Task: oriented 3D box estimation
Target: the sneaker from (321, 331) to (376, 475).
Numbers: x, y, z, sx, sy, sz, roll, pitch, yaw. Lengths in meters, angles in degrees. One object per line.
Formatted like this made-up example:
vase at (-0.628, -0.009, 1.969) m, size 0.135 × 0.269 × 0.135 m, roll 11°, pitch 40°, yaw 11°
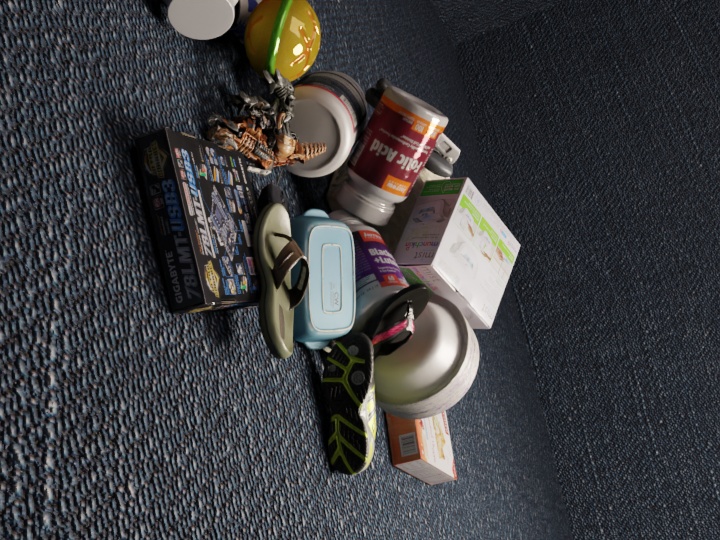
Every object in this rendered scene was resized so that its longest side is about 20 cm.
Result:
sneaker at (-0.013, 0.190, 1.194) m, size 0.076 × 0.075 × 0.201 m, roll 46°, pitch 47°, yaw -73°

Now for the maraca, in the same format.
maraca at (-0.110, -0.338, 1.204) m, size 0.200 × 0.106 × 0.138 m, roll -80°, pitch -170°, yaw -71°

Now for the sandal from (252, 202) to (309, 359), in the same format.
sandal at (-0.089, 0.011, 1.014) m, size 0.080 × 0.057 × 0.202 m, roll 45°, pitch 34°, yaw -59°

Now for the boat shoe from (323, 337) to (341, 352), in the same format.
boat shoe at (-0.058, 0.020, 1.233) m, size 0.072 × 0.067 × 0.201 m, roll 4°, pitch 71°, yaw -72°

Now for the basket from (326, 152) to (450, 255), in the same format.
basket at (0.064, -0.119, 1.532) m, size 0.161 × 0.197 × 0.201 m, roll -73°, pitch 142°, yaw -55°

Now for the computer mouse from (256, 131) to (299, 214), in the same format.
computer mouse at (-0.111, -0.123, 1.189) m, size 0.059 × 0.034 × 0.201 m, roll 35°, pitch 50°, yaw -38°

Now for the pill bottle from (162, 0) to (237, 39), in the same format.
pill bottle at (-0.213, -0.408, 1.095) m, size 0.112 × 0.112 × 0.201 m, roll 45°, pitch 31°, yaw -55°

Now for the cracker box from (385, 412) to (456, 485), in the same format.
cracker box at (0.109, 0.297, 1.488) m, size 0.200 × 0.057 × 0.135 m, roll 45°, pitch 33°, yaw -57°

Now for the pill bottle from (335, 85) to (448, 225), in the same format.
pill bottle at (0.046, -0.181, 1.333) m, size 0.114 × 0.201 × 0.114 m, roll 26°, pitch 17°, yaw -9°

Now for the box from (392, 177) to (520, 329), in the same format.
box at (0.166, -0.026, 1.403) m, size 0.200 × 0.096 × 0.177 m, roll 44°, pitch 60°, yaw -39°

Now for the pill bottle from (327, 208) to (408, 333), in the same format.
pill bottle at (0.000, 0.000, 1.307) m, size 0.111 × 0.111 × 0.201 m, roll 47°, pitch 12°, yaw -53°

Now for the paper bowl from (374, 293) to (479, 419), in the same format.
paper bowl at (0.082, 0.127, 1.329) m, size 0.104 × 0.200 × 0.202 m, roll 52°, pitch 27°, yaw -48°

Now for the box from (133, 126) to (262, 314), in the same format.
box at (-0.175, -0.053, 0.975) m, size 0.198 × 0.049 × 0.201 m, roll -2°, pitch 76°, yaw -72°

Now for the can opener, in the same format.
can opener at (0.090, -0.235, 1.396) m, size 0.200 × 0.053 × 0.067 m, roll 39°, pitch 34°, yaw -24°

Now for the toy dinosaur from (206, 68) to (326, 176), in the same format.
toy dinosaur at (-0.132, -0.191, 1.162) m, size 0.200 × 0.102 × 0.137 m, roll 25°, pitch 54°, yaw -64°

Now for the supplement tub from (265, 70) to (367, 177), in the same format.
supplement tub at (-0.065, -0.242, 1.339) m, size 0.200 × 0.140 × 0.141 m, roll -66°, pitch 136°, yaw -65°

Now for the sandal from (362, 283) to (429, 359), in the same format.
sandal at (0.039, 0.102, 1.234) m, size 0.075 × 0.200 × 0.045 m, roll 28°, pitch 18°, yaw -48°

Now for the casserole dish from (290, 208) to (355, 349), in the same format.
casserole dish at (-0.052, 0.012, 1.177) m, size 0.121 × 0.039 × 0.201 m, roll 1°, pitch 89°, yaw -45°

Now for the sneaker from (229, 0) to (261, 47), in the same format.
sneaker at (-0.183, -0.380, 1.240) m, size 0.200 × 0.080 × 0.115 m, roll 75°, pitch 34°, yaw -45°
